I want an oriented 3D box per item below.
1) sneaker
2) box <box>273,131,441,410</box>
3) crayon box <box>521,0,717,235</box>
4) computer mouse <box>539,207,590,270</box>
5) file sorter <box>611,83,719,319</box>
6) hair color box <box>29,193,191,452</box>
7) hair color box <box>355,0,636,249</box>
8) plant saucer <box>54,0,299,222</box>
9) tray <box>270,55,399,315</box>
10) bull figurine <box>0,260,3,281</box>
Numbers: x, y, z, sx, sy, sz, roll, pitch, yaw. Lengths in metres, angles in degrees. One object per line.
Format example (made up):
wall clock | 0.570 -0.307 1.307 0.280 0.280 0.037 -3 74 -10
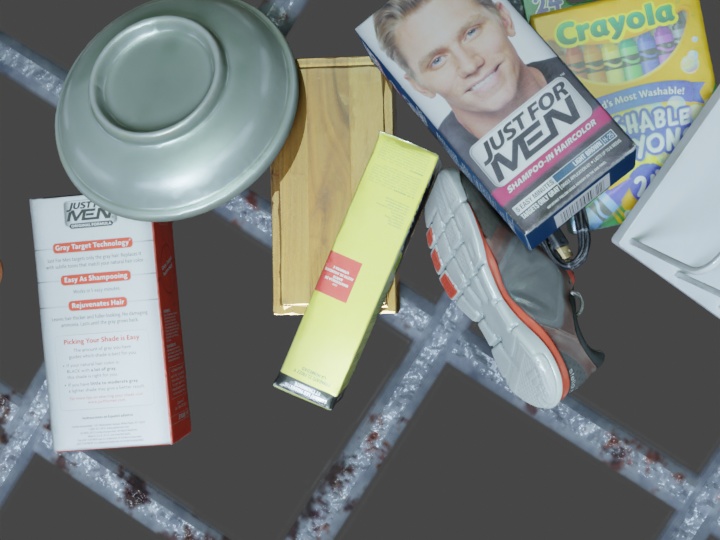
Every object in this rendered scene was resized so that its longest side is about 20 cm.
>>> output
sneaker | 0.120 0.006 0.877 0.082 0.077 0.200 -23 82 -25
box | 0.000 0.000 0.841 0.050 0.075 0.200 24 95 5
crayon box | 0.201 -0.137 0.862 0.126 0.052 0.200 -12 90 6
computer mouse | 0.107 -0.084 0.852 0.059 0.034 0.200 -42 67 18
file sorter | 0.311 -0.014 0.786 0.200 0.125 0.139 33 94 -18
hair color box | -0.198 0.038 0.904 0.101 0.061 0.200 -4 92 7
hair color box | 0.096 -0.124 0.817 0.100 0.061 0.200 -39 75 4
plant saucer | -0.148 -0.137 0.863 0.200 0.050 0.200 -5 68 11
tray | -0.021 -0.066 0.896 0.098 0.037 0.200 -1 91 6
bull figurine | -0.388 0.033 0.914 0.200 0.065 0.121 -41 120 -2
